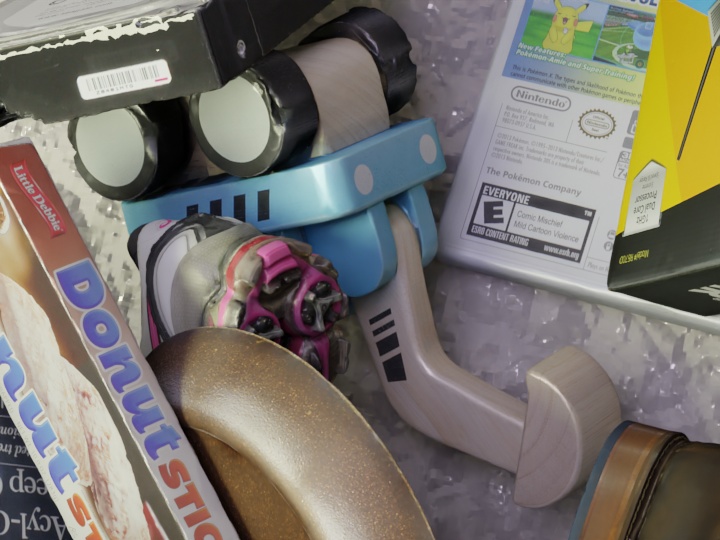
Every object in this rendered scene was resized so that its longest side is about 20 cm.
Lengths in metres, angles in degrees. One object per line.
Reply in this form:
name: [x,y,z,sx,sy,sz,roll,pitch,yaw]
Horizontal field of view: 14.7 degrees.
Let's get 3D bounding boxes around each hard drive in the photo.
hard drive: [-0.080,-0.108,1.125,0.139,0.200,0.038,-9,107,26]

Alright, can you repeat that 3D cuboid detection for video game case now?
video game case: [0.146,-0.067,1.132,0.199,0.022,0.183,15,81,23]

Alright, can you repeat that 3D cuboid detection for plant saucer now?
plant saucer: [-0.041,0.121,1.042,0.200,0.032,0.201,26,127,42]

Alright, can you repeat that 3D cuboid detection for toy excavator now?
toy excavator: [0.000,0.000,1.126,0.194,0.100,0.201,-9,102,36]

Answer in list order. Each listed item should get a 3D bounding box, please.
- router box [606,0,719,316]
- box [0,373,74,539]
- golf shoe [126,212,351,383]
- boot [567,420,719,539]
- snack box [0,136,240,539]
router box: [0.164,-0.068,1.015,0.051,0.200,0.150,14,79,-18]
box: [-0.192,0.137,1.060,0.107,0.148,0.201,-17,69,47]
golf shoe: [-0.047,0.070,1.108,0.092,0.072,0.201,19,121,42]
boot: [0.109,0.154,0.945,0.096,0.075,0.201,10,77,25]
snack box: [-0.100,0.053,1.034,0.072,0.024,0.201,-37,79,52]
